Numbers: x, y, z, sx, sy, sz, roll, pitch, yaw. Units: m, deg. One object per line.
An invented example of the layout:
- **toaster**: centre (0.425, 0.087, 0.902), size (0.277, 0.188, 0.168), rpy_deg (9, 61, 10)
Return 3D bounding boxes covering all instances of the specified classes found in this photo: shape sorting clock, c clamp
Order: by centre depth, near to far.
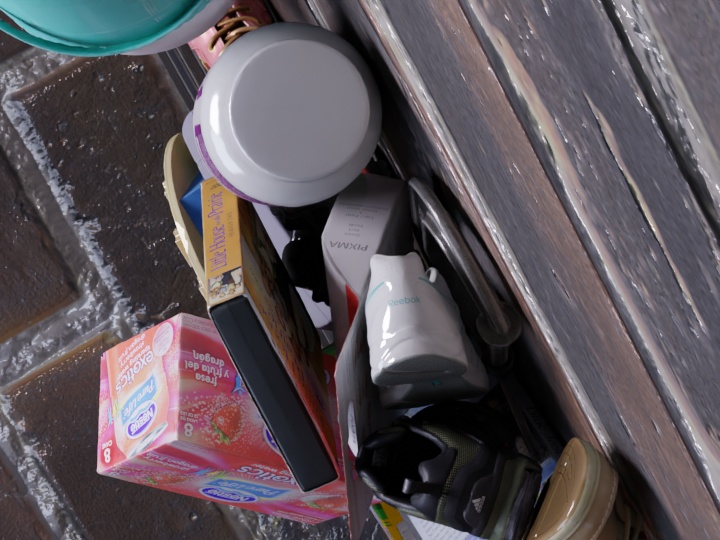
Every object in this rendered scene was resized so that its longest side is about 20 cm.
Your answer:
- **c clamp**: centre (0.076, 0.024, 1.465), size (0.171, 0.027, 0.200), rpy_deg (62, 178, 17)
- **shape sorting clock**: centre (-0.094, -0.014, 1.787), size (0.200, 0.039, 0.200), rpy_deg (57, -166, -23)

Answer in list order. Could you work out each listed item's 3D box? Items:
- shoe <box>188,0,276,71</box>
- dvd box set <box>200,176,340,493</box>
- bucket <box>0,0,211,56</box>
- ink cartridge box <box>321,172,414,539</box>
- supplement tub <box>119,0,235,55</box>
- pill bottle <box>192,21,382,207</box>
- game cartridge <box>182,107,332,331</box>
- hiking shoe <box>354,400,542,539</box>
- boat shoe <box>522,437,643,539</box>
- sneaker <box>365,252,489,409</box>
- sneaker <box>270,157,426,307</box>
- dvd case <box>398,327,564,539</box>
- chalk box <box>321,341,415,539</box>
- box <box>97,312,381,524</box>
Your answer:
- **shoe**: centre (-0.088, -0.172, 1.726), size (0.200, 0.071, 0.091), rpy_deg (56, 176, -17)
- **dvd box set**: centre (-0.060, 0.035, 1.522), size (0.200, 0.029, 0.146), rpy_deg (-101, -14, -66)
- **bucket**: centre (-0.163, -0.231, 1.359), size (0.207, 0.207, 0.135), rpy_deg (58, -177, 25)
- **ink cartridge box**: centre (-0.005, 0.058, 1.529), size (0.200, 0.050, 0.161), rpy_deg (-66, -23, -49)
- **supplement tub**: centre (-0.169, -0.252, 1.590), size (0.200, 0.145, 0.145), rpy_deg (55, 174, 46)
- **pill bottle**: centre (-0.045, -0.095, 1.448), size (0.112, 0.112, 0.200), rpy_deg (60, 176, -5)
- **game cartridge**: centre (-0.055, -0.037, 1.760), size (0.200, 0.042, 0.133), rpy_deg (57, -159, 19)
- **hiking shoe**: centre (0.044, 0.115, 1.487), size (0.101, 0.076, 0.200), rpy_deg (20, -178, -16)
- **boat shoe**: centre (0.136, 0.149, 1.382), size (0.065, 0.072, 0.200), rpy_deg (23, 166, 4)
- **sneaker**: centre (0.039, 0.039, 1.457), size (0.200, 0.070, 0.080), rpy_deg (74, -174, -76)
- **sneaker**: centre (0.000, 0.000, 1.657), size (0.201, 0.098, 0.071), rpy_deg (61, 173, -35)
- **dvd case**: centre (0.090, 0.158, 1.580), size (0.018, 0.143, 0.200), rpy_deg (-4, -129, -44)
- **chalk box**: centre (0.035, 0.114, 1.827), size (0.200, 0.124, 0.124), rpy_deg (54, 173, 41)
- **box**: centre (-0.078, 0.109, 1.669), size (0.200, 0.103, 0.095), rpy_deg (18, -119, -36)
